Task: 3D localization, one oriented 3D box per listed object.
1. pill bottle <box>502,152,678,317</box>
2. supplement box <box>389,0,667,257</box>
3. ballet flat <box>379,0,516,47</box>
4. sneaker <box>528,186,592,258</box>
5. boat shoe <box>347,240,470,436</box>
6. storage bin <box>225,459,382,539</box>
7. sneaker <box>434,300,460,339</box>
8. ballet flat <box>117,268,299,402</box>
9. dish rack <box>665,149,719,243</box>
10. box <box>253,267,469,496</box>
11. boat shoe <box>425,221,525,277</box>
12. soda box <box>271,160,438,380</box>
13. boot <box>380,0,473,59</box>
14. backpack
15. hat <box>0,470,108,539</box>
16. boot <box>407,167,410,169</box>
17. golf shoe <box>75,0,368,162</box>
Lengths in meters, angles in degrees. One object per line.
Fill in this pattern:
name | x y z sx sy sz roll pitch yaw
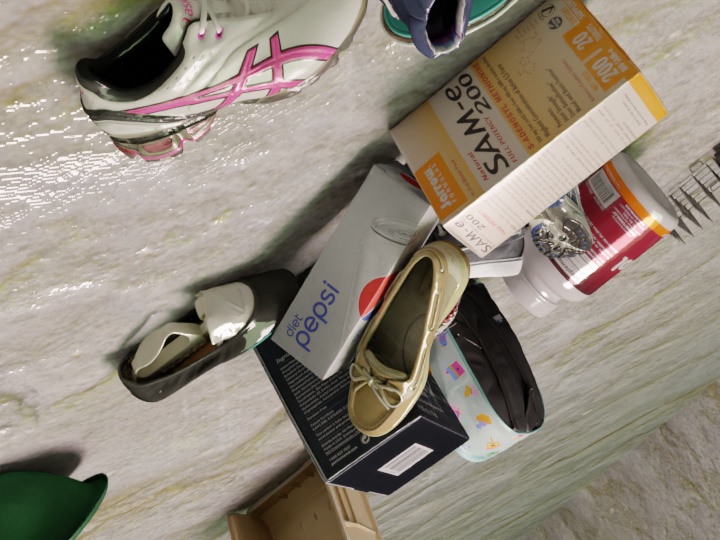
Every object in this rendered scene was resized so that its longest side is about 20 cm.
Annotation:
pill bottle | 0.267 -0.037 1.312 0.200 0.113 0.113 -41 156 22
supplement box | 0.138 -0.126 0.938 0.200 0.126 0.073 -39 141 15
ballet flat | 0.104 -0.226 0.799 0.200 0.070 0.069 -37 157 10
sneaker | 0.184 -0.098 1.150 0.077 0.086 0.200 -13 141 18
boat shoe | 0.034 0.066 1.008 0.063 0.073 0.201 -12 134 -62
storage bin | -0.084 0.386 1.624 0.200 0.199 0.093 -41 138 21
sneaker | 0.064 0.049 1.163 0.200 0.080 0.075 -46 149 -69
ballet flat | -0.148 0.060 1.046 0.200 0.068 0.068 -37 148 10
dish rack | 0.456 -0.085 1.532 0.200 0.055 0.153 -40 155 19
box | -0.002 0.120 1.177 0.124 0.197 0.200 -36 157 8
boat shoe | 0.093 -0.028 1.176 0.199 0.072 0.068 -3 112 -26
soda box | 0.000 0.000 1.024 0.201 0.068 0.063 -58 165 19
boot | 0.036 -0.220 0.676 0.072 0.091 0.200 -29 157 -5
backpack | 0.127 0.132 1.336 0.153 0.200 0.176 -41 167 23
hat | -0.381 0.220 1.133 0.165 0.176 0.200 -38 -166 9
boot | 0.114 -0.086 1.037 0.200 0.097 0.075 -43 155 23
golf shoe | -0.085 -0.144 0.700 0.199 0.073 0.092 -32 156 -1
